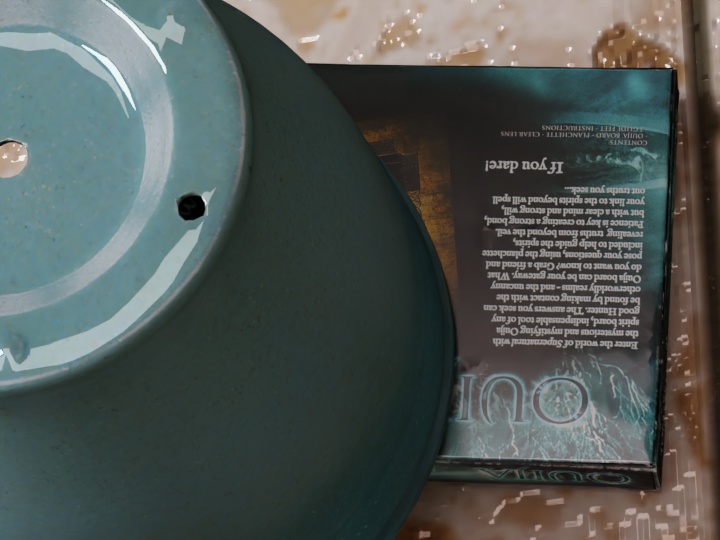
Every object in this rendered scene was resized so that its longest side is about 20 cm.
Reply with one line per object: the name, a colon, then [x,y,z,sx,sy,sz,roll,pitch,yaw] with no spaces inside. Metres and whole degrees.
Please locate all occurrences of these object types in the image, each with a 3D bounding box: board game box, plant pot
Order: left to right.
plant pot: [-0.082,0.000,0.858,0.199,0.188,0.201,-3,71,8]
board game box: [0.000,0.000,0.961,0.199,0.028,0.136,2,72,9]
